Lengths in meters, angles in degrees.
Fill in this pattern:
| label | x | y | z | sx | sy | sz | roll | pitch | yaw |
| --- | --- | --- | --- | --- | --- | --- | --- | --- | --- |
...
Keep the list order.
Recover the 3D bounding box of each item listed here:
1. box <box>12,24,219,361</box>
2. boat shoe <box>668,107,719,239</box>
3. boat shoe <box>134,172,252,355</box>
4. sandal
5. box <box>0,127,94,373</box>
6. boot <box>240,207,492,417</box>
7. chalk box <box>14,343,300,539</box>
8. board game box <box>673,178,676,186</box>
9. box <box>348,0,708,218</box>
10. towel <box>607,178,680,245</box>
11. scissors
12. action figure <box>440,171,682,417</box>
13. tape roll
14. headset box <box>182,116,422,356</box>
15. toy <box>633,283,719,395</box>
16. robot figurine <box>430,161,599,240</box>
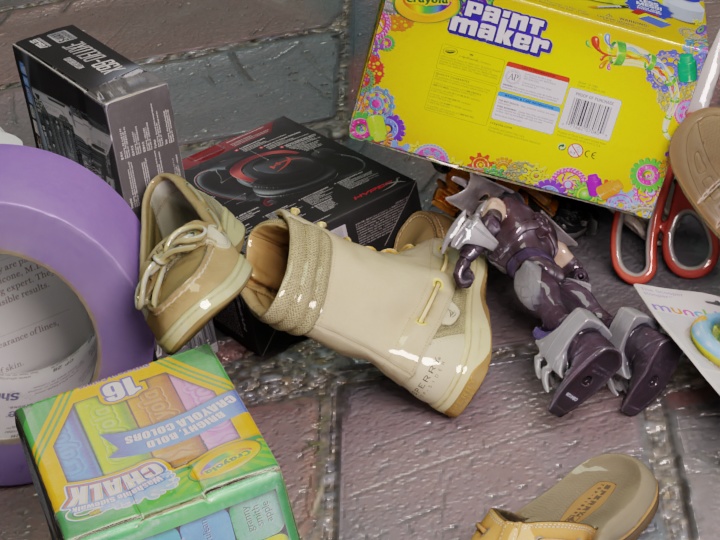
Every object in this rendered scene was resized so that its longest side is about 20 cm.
| label | x | y | z | sx | sy | sz | roll | pitch | yaw |
| --- | --- | --- | --- | --- | --- | --- | --- | --- | --- |
| box | -0.166 | -0.049 | 1.536 | 0.049 | 0.202 | 0.158 | -21 | 29 | -23 |
| boat shoe | 0.265 | -0.018 | 1.362 | 0.200 | 0.065 | 0.071 | 43 | 89 | 13 |
| boat shoe | -0.108 | -0.009 | 1.357 | 0.073 | 0.063 | 0.201 | -41 | 14 | 13 |
| sandal | 0.095 | 0.147 | 1.222 | 0.080 | 0.054 | 0.200 | 10 | 35 | 35 |
| box | -0.314 | -0.002 | 1.584 | 0.199 | 0.132 | 0.199 | -21 | 29 | -17 |
| boot | 0.000 | 0.000 | 1.440 | 0.154 | 0.073 | 0.201 | 24 | 29 | -16 |
| chalk box | -0.098 | 0.150 | 1.224 | 0.123 | 0.125 | 0.200 | -18 | 29 | -11 |
| board game box | 0.310 | -0.100 | 1.500 | 0.103 | 0.020 | 0.199 | -21 | -6 | -46 |
| box | 0.109 | -0.152 | 1.460 | 0.198 | 0.123 | 0.193 | 15 | 29 | -2 |
| towel | 0.171 | -0.100 | 1.596 | 0.035 | 0.132 | 0.200 | -50 | 10 | 29 |
| scissors | 0.209 | -0.089 | 1.500 | 0.072 | 0.202 | 0.014 | 6 | -4 | 14 |
| action figure | 0.113 | 0.010 | 1.410 | 0.129 | 0.070 | 0.200 | 18 | 25 | -36 |
| tape roll | -0.226 | 0.029 | 1.418 | 0.198 | 0.202 | 0.085 | -10 | 27 | 4 |
| headset box | -0.067 | -0.032 | 1.596 | 0.148 | 0.076 | 0.200 | -26 | 31 | -25 |
| toy | 0.247 | 0.045 | 1.313 | 0.114 | 0.048 | 0.200 | 11 | 25 | -20 |
| robot figurine | 0.104 | -0.077 | 1.584 | 0.144 | 0.058 | 0.200 | 32 | 29 | -4 |
